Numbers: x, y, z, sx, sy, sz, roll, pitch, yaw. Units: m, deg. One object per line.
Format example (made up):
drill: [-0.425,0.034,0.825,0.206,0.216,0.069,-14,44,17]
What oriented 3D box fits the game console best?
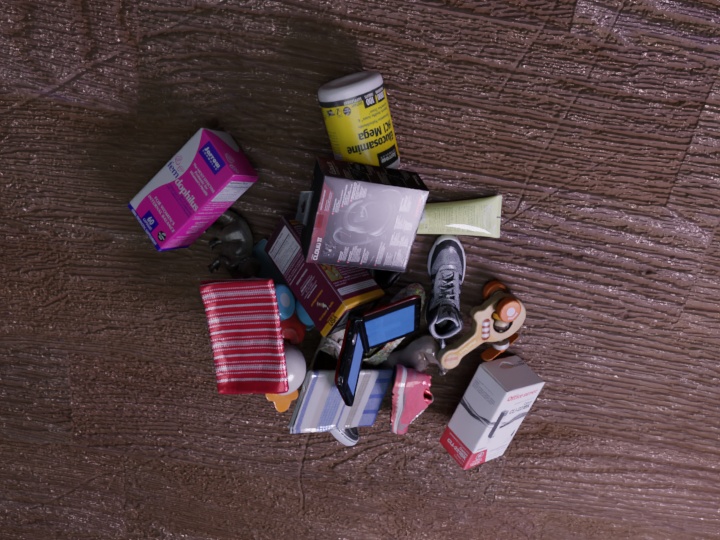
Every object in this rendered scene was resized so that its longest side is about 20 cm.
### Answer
game console: [0.035,0.145,1.100,0.115,0.177,0.201,10,159,9]

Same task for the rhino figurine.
rhino figurine: [0.093,0.194,1.282,0.197,0.060,0.088,-32,116,22]

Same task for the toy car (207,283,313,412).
toy car: [-0.161,0.152,1.145,0.181,0.206,0.175,-20,161,34]

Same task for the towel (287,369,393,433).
towel: [-0.037,0.251,1.229,0.195,0.024,0.150,4,118,-33]

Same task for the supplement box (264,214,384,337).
supplement box: [-0.065,0.001,1.105,0.202,0.109,0.086,53,127,19]

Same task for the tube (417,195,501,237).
tube: [0.162,-0.095,1.155,0.193,0.053,0.059,-2,148,-2]

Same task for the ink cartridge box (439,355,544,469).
ink cartridge box: [0.265,0.284,1.273,0.142,0.084,0.204,-2,123,-44]

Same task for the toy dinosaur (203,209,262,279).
toy dinosaur: [-0.236,-0.048,1.171,0.099,0.077,0.207,-11,84,4]

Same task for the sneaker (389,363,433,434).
sneaker: [0.102,0.268,1.255,0.084,0.075,0.203,5,136,5]

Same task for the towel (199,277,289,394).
towel: [-0.198,0.115,1.075,0.140,0.022,0.207,-2,105,17]

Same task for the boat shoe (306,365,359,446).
boat shoe: [-0.045,0.279,1.314,0.069,0.073,0.203,-23,111,16]

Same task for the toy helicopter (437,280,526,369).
toy helicopter: [0.237,0.128,1.229,0.198,0.079,0.133,-37,123,3]

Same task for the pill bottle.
pill bottle: [0.005,-0.218,1.060,0.109,0.113,0.205,-13,115,7]

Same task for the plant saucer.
plant saucer: [-0.143,0.028,1.228,0.069,0.019,0.200,-37,110,15]

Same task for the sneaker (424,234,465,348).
sneaker: [0.163,0.043,1.180,0.073,0.115,0.206,3,115,-1]

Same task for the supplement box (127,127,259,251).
supplement box: [-0.288,-0.138,1.091,0.199,0.103,0.102,-40,84,16]

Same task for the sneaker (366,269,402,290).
sneaker: [0.000,-0.001,1.162,0.195,0.112,0.078,-22,114,11]

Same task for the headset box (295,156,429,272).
headset box: [-0.006,-0.088,1.016,0.194,0.078,0.152,5,119,-18]

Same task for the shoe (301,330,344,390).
shoe: [-0.063,0.185,1.249,0.068,0.053,0.205,23,92,-1]

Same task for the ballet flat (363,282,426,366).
ballet flat: [0.057,0.111,1.231,0.063,0.076,0.203,5,124,-48]
